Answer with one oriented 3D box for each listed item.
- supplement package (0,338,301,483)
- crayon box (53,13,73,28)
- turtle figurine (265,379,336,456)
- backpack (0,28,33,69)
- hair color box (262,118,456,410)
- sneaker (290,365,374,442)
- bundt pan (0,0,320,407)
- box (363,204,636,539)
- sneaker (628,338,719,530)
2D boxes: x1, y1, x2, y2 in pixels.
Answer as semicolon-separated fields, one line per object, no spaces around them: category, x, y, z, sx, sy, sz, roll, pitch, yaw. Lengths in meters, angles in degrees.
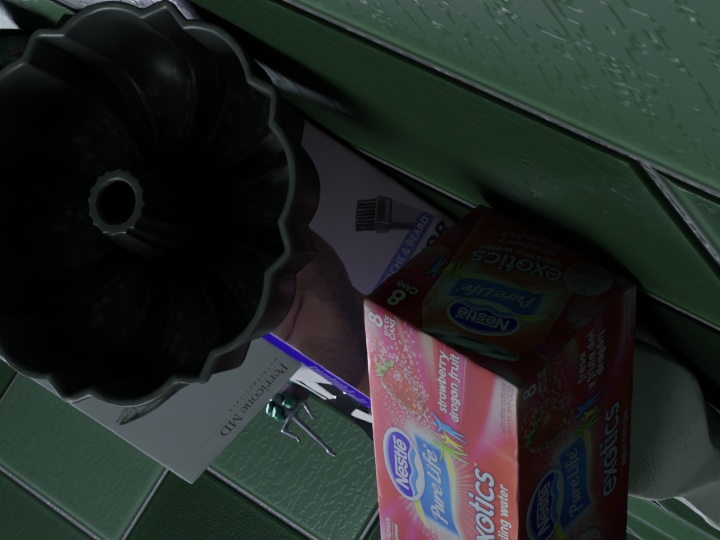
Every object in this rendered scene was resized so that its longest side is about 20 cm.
supplement package;-0.155;0.028;1.363;0.200;0.117;0.117;39;-175;-42
crayon box;-0.098;-0.078;1.250;0.199;0.052;0.126;36;174;-22
turtle figurine;-0.025;0.058;1.651;0.200;0.150;0.101;44;-148;1
backpack;-0.262;-0.080;1.459;0.152;0.177;0.200;-12;-157;-20
hair color box;-0.009;0.000;1.141;0.199;0.110;0.065;33;174;-6
sneaker;0.004;0.091;1.480;0.112;0.073;0.200;58;163;-24
bundt pan;-0.105;-0.030;1.050;0.201;0.203;0.076;30;-173;24
box;0.071;0.083;1.044;0.099;0.095;0.201;30;141;32
sneaker;0.160;0.084;1.159;0.200;0.075;0.088;37;-175;-41
